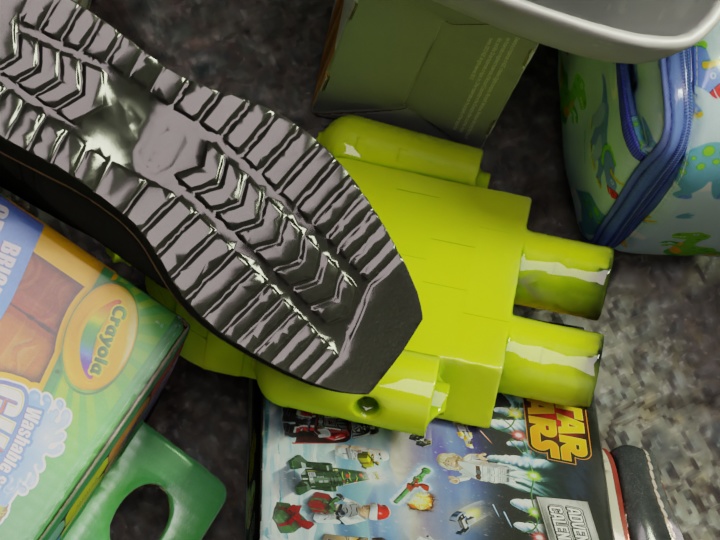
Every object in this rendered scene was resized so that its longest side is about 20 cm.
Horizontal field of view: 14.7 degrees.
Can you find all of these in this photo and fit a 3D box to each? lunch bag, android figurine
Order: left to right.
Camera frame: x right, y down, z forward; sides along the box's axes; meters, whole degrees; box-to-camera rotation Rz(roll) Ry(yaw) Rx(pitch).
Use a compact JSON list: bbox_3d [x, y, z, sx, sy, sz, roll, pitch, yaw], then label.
[{"bbox_3d":[0.000,0.000,1.107,0.199,0.041,0.182,14,36,2],"label":"android figurine"},{"bbox_3d":[0.131,-0.116,1.140,0.082,0.161,0.201,2,74,-10],"label":"lunch bag"}]

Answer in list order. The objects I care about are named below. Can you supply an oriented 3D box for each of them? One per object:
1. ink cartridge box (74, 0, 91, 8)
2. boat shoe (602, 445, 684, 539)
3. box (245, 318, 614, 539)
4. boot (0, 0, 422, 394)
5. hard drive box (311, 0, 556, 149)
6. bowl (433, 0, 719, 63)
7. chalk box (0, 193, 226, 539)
[{"bbox_3d":[-0.163,-0.173,1.085,0.145,0.200,0.147,16,71,-5],"label":"ink cartridge box"},{"bbox_3d":[0.139,0.161,1.102,0.062,0.071,0.201,-17,81,-3],"label":"boat shoe"},{"bbox_3d":[0.025,0.084,1.067,0.136,0.040,0.200,9,35,-8],"label":"box"},{"bbox_3d":[-0.074,-0.027,1.044,0.200,0.138,0.078,42,76,-5],"label":"boot"},{"bbox_3d":[0.046,-0.171,1.146,0.076,0.156,0.201,14,71,-5],"label":"hard drive box"},{"bbox_3d":[0.058,-0.178,1.028,0.199,0.075,0.200,21,71,-4],"label":"bowl"},{"bbox_3d":[-0.147,0.052,1.059,0.200,0.124,0.125,33,72,1],"label":"chalk box"}]
